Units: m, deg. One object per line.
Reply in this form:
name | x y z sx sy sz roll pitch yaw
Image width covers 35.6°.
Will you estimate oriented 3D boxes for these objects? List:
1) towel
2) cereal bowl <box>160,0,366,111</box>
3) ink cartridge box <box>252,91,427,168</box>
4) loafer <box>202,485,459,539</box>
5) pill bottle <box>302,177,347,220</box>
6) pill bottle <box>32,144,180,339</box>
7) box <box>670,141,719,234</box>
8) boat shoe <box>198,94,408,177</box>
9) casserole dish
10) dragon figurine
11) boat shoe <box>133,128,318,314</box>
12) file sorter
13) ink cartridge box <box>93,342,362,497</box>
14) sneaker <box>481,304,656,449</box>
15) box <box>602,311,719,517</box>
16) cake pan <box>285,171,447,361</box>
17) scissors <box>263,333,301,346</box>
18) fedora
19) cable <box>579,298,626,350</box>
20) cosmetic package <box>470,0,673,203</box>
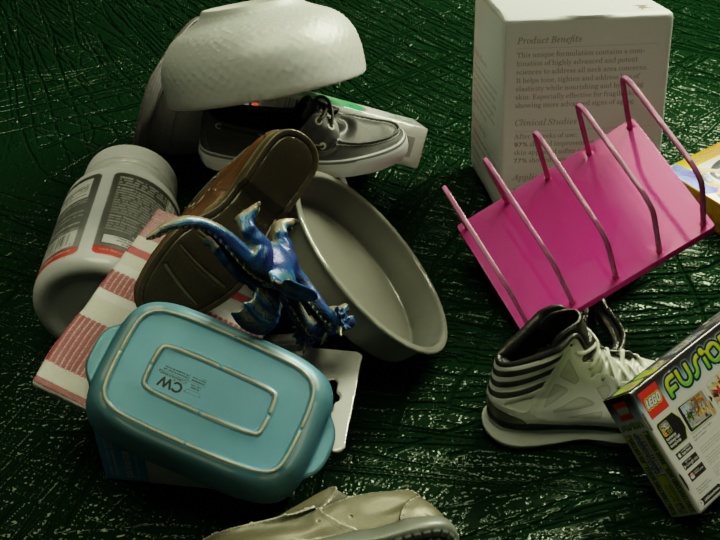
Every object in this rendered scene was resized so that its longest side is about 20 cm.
towel | -0.154 0.047 0.917 0.144 0.023 0.200 22 54 12
cereal bowl | -0.096 -0.213 1.066 0.200 0.083 0.200 -9 17 3
ink cartridge box | -0.028 -0.166 1.195 0.161 0.050 0.200 13 15 -14
loafer | -0.030 0.206 0.829 0.200 0.075 0.070 -5 28 -13
pill bottle | -0.095 -0.031 1.071 0.112 0.113 0.200 14 42 16
pill bottle | -0.232 -0.026 1.063 0.116 0.116 0.200 1 40 1
box | 0.427 -0.066 1.172 0.119 0.042 0.200 -25 44 -27
boat shoe | -0.053 -0.134 1.055 0.200 0.066 0.070 1 40 -1
casserole dish | -0.113 0.094 0.840 0.200 0.039 0.121 23 68 3
dragon figurine | -0.070 0.008 0.842 0.059 0.200 0.100 -32 69 16
boat shoe | -0.114 -0.034 0.930 0.200 0.072 0.068 -47 22 -16
file sorter | 0.193 -0.059 1.012 0.200 0.125 0.139 -31 62 5
ink cartridge box | -0.103 0.118 0.925 0.200 0.068 0.115 5 41 7
sneaker | 0.203 0.085 0.930 0.200 0.116 0.076 -7 40 -8
box | 0.300 0.103 0.924 0.200 0.035 0.110 -29 88 -31
cake pan | 0.000 0.000 1.002 0.037 0.200 0.200 -38 35 21
scissors | -0.130 0.070 0.922 0.200 0.014 0.073 5 40 5
fedora | -0.167 -0.182 1.219 0.090 0.177 0.200 20 28 1
cable | 0.224 0.008 1.072 0.097 0.050 0.200 15 40 13
cosmetic package | 0.210 -0.181 1.158 0.167 0.200 0.166 -2 24 -4
